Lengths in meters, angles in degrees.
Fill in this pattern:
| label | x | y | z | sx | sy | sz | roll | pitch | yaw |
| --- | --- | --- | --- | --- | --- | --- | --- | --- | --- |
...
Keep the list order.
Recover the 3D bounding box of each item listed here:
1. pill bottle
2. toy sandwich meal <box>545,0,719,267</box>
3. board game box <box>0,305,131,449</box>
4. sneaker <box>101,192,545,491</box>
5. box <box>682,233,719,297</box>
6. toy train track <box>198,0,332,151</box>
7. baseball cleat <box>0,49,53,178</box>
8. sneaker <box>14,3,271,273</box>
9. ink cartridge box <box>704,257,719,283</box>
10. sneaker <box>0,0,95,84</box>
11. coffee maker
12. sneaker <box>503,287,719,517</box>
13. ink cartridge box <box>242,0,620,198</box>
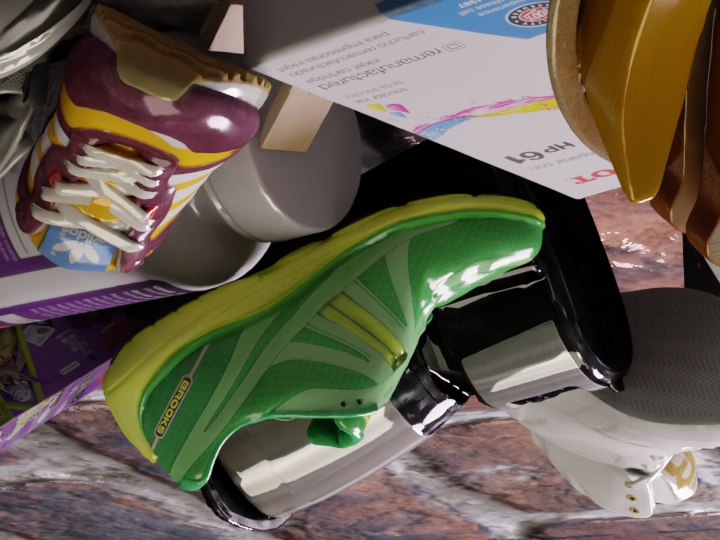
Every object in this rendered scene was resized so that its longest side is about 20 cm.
| label | x | y | z | sx | sy | sz | roll | pitch | yaw |
| --- | --- | --- | --- | --- | --- | --- | --- | --- | --- |
| pill bottle | -0.103 | -0.041 | 1.221 | 0.200 | 0.112 | 0.111 | -10 | 162 | 34 |
| toy sandwich meal | 0.148 | -0.090 | 0.930 | 0.205 | 0.070 | 0.205 | -21 | 138 | -21 |
| board game box | -0.177 | 0.020 | 1.311 | 0.120 | 0.032 | 0.200 | 36 | -156 | 10 |
| sneaker | -0.009 | 0.029 | 1.182 | 0.200 | 0.084 | 0.074 | -27 | 178 | -14 |
| box | 0.232 | -0.002 | 1.337 | 0.106 | 0.123 | 0.200 | 4 | 164 | -13 |
| toy train track | 0.021 | -0.099 | 1.144 | 0.200 | 0.033 | 0.115 | 3 | 131 | -36 |
| baseball cleat | -0.200 | -0.068 | 1.130 | 0.200 | 0.107 | 0.070 | -16 | 153 | 41 |
| sneaker | -0.085 | -0.040 | 1.046 | 0.075 | 0.090 | 0.200 | 25 | 177 | -3 |
| ink cartridge box | 0.194 | -0.029 | 1.174 | 0.109 | 0.050 | 0.200 | -11 | 124 | 37 |
| sneaker | -0.184 | -0.111 | 1.046 | 0.200 | 0.074 | 0.079 | -5 | 159 | 19 |
| coffee maker | 0.000 | 0.000 | 1.299 | 0.200 | 0.192 | 0.135 | -25 | -164 | 18 |
| sneaker | 0.146 | 0.068 | 1.348 | 0.200 | 0.074 | 0.116 | 10 | 149 | 51 |
| ink cartridge box | 0.076 | -0.102 | 1.036 | 0.144 | 0.085 | 0.200 | -15 | 158 | 39 |
